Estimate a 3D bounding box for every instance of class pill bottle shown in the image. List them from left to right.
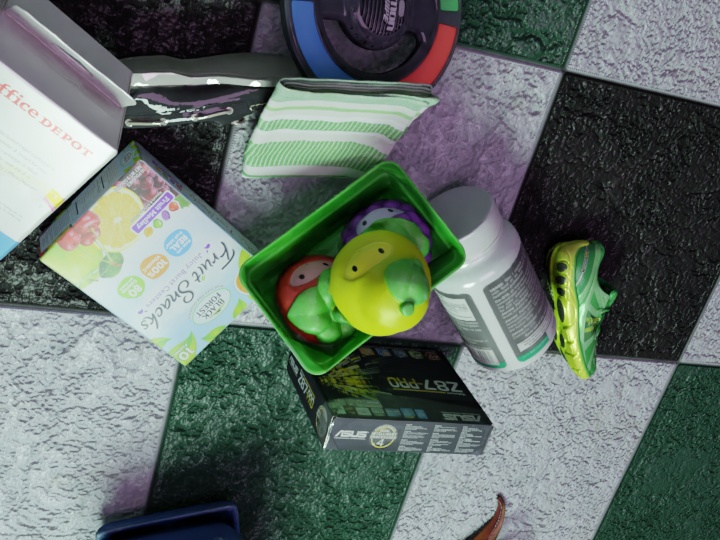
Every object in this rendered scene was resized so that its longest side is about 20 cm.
[{"bbox_3d":[0.141,0.010,1.064,0.112,0.113,0.201,-31,125,-1],"label":"pill bottle"}]

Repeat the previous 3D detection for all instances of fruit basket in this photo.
[{"bbox_3d":[0.000,0.000,0.908,0.215,0.216,0.156,-39,82,4],"label":"fruit basket"}]

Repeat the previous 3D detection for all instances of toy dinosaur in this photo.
[{"bbox_3d":[0.139,0.443,1.356,0.179,0.202,0.105,-11,162,13],"label":"toy dinosaur"}]

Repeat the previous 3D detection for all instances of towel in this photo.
[{"bbox_3d":[-0.028,-0.130,0.895,0.151,0.200,0.024,-1,76,-19],"label":"towel"}]

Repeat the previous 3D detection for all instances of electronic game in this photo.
[{"bbox_3d":[0.014,-0.247,0.879,0.198,0.041,0.203,-7,103,-32],"label":"electronic game"}]

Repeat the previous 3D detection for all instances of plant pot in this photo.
[{"bbox_3d":[-0.216,0.396,1.111,0.198,0.180,0.202,-7,121,-15],"label":"plant pot"}]

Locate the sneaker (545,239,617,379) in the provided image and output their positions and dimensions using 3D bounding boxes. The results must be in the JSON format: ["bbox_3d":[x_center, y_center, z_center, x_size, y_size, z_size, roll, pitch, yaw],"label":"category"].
[{"bbox_3d":[0.282,0.052,1.165,0.083,0.074,0.202,-16,123,-7],"label":"sneaker"}]

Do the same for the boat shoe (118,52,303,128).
[{"bbox_3d":[-0.136,-0.166,0.884,0.197,0.074,0.061,-5,121,-15],"label":"boat shoe"}]

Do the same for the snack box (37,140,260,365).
[{"bbox_3d":[-0.203,-0.013,0.957,0.142,0.053,0.200,-42,125,7],"label":"snack box"}]

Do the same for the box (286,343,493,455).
[{"bbox_3d":[0.030,0.143,1.070,0.198,0.162,0.050,7,116,-23],"label":"box"}]

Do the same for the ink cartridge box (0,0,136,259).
[{"bbox_3d":[-0.289,-0.129,0.783,0.199,0.126,0.128,-35,127,23],"label":"ink cartridge box"}]
